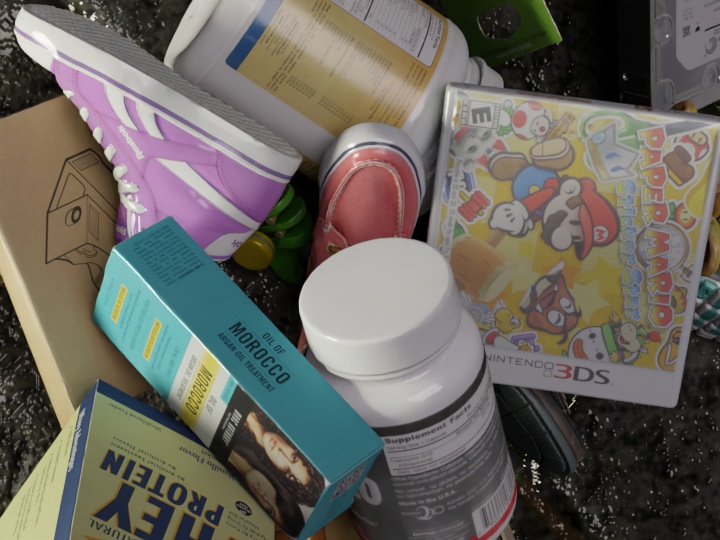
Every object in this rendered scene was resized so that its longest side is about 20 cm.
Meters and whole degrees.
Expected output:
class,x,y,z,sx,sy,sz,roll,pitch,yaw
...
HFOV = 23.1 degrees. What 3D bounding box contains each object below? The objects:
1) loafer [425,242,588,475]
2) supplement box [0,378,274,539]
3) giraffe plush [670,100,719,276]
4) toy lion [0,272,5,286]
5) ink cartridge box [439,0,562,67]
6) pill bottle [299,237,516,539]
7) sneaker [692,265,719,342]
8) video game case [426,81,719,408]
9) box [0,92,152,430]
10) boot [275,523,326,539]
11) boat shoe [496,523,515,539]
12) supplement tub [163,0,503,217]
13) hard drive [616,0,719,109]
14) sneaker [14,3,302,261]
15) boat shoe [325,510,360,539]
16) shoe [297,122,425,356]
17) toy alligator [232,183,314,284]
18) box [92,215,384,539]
class,x,y,z,sx,sy,sz,roll,pitch,yaw
loafer,0.105,0.059,1.280,0.063,0.072,0.200,-45,101,-24
supplement box,-0.159,0.216,1.055,0.134,0.200,0.200,30,113,-18
giraffe plush,0.176,-0.031,1.232,0.200,0.162,0.173,-24,84,-42
toy lion,-0.334,-0.015,1.120,0.192,0.069,0.200,45,72,-5
ink cartridge box,0.038,-0.222,1.225,0.076,0.148,0.200,-32,98,-20
pill bottle,0.029,0.084,1.116,0.114,0.114,0.200,-33,132,-20
sneaker,0.318,0.013,1.372,0.200,0.078,0.091,19,65,-23
video game case,0.134,-0.015,1.161,0.182,0.023,0.200,8,108,3
box,-0.170,-0.017,1.150,0.163,0.021,0.200,-32,107,-50
boot,-0.040,0.185,1.147,0.074,0.200,0.155,13,90,-50
boat shoe,0.049,0.152,1.255,0.068,0.072,0.200,-26,87,-17
supplement tub,-0.018,-0.137,1.201,0.200,0.145,0.145,32,76,-17
hard drive,0.247,-0.219,1.308,0.140,0.038,0.200,-24,122,-37
sneaker,-0.150,-0.078,1.115,0.200,0.073,0.114,34,105,-8
boat shoe,-0.020,0.216,1.215,0.072,0.076,0.200,2,86,-21
shoe,0.000,0.000,1.166,0.071,0.200,0.091,7,49,-5
toy alligator,-0.086,-0.066,1.195,0.200,0.054,0.059,51,40,-27
box,-0.078,0.067,1.077,0.049,0.082,0.200,-33,70,-35
